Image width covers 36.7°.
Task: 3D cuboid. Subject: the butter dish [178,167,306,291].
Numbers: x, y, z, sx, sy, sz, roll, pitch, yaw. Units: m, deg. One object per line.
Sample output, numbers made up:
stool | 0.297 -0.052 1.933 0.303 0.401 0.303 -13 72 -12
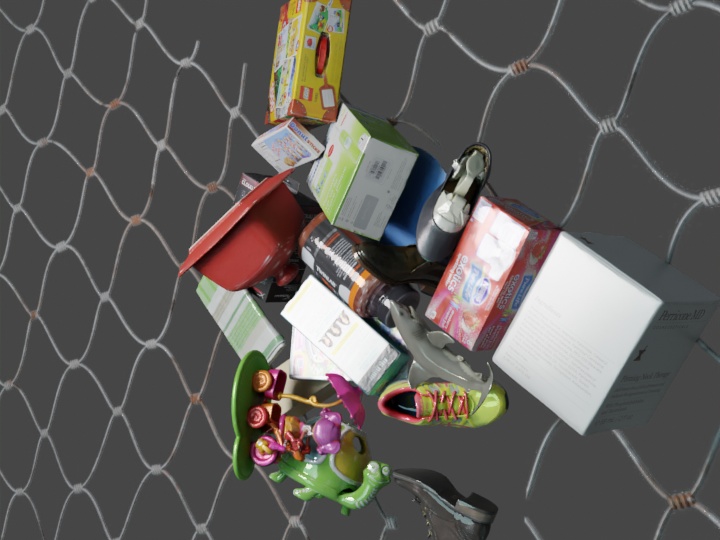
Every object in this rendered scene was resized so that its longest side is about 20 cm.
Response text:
butter dish | -0.158 -0.039 1.716 0.200 0.199 0.148 -39 96 28

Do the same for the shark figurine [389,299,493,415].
shark figurine | 0.113 0.144 1.551 0.089 0.128 0.214 -43 55 -9

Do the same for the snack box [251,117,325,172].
snack box | -0.121 -0.202 1.775 0.024 0.072 0.200 -49 14 -16

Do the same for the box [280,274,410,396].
box | -0.024 0.099 1.673 0.200 0.049 0.082 41 97 23

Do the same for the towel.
towel | -0.205 0.075 1.867 0.200 0.031 0.149 55 145 12

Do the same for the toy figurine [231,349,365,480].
toy figurine | -0.086 0.224 1.640 0.184 0.150 0.200 2 71 17

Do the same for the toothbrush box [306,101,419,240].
toothbrush box | -0.001 -0.155 1.652 0.146 0.086 0.200 -65 21 17

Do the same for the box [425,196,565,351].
box | 0.189 0.005 1.534 0.100 0.095 0.200 38 114 36

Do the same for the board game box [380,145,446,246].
board game box | 0.083 -0.090 1.669 0.158 0.039 0.200 55 129 26

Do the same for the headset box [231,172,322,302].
headset box | -0.154 -0.066 1.851 0.149 0.075 0.200 31 109 37

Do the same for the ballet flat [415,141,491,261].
ballet flat | 0.136 -0.105 1.538 0.073 0.073 0.200 3 53 41

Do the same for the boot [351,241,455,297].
boot | 0.082 -0.026 1.566 0.097 0.200 0.075 -42 52 29

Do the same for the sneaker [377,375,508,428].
sneaker | 0.116 0.198 1.583 0.200 0.090 0.078 -5 90 24

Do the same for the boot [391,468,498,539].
boot | 0.109 0.402 1.617 0.200 0.069 0.174 22 103 37

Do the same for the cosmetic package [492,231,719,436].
cosmetic package | 0.310 0.077 1.380 0.166 0.167 0.200 40 115 35

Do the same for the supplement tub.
supplement tub | 0.000 0.000 1.658 0.200 0.107 0.107 43 116 29

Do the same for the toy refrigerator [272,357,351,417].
toy refrigerator | -0.097 0.189 1.801 0.200 0.070 0.076 -36 66 30

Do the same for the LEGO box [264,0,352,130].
LEGO box | -0.085 -0.333 1.744 0.149 0.077 0.200 180 98 -68

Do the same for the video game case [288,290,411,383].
video game case | -0.014 0.103 1.706 0.200 0.018 0.143 0 79 21

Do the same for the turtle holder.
turtle holder | -0.046 0.302 1.702 0.132 0.141 0.185 -64 17 -6
